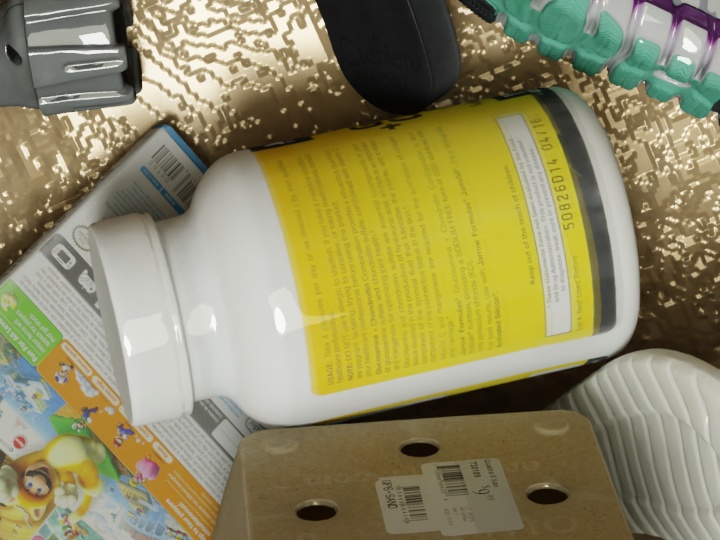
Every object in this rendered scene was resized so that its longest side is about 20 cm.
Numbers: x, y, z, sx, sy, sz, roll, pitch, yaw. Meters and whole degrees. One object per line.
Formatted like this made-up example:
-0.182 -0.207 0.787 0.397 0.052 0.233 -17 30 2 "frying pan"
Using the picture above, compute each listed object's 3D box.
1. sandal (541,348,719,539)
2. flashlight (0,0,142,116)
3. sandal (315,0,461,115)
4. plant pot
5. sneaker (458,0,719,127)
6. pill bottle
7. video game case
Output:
0.122 0.066 1.020 0.050 0.203 0.083 -24 94 -21 "sandal"
-0.190 -0.086 1.014 0.200 0.068 0.068 -6 106 2 "flashlight"
-0.016 -0.147 0.988 0.043 0.076 0.200 -36 112 -32 "sandal"
0.027 0.162 0.959 0.200 0.200 0.177 -4 114 -3 "plant pot"
0.120 -0.118 1.023 0.200 0.074 0.088 26 77 -6 "sneaker"
0.000 0.000 1.006 0.200 0.112 0.112 -12 109 -10 "pill bottle"
-0.101 0.060 1.039 0.200 0.018 0.143 -46 107 -19 "video game case"
